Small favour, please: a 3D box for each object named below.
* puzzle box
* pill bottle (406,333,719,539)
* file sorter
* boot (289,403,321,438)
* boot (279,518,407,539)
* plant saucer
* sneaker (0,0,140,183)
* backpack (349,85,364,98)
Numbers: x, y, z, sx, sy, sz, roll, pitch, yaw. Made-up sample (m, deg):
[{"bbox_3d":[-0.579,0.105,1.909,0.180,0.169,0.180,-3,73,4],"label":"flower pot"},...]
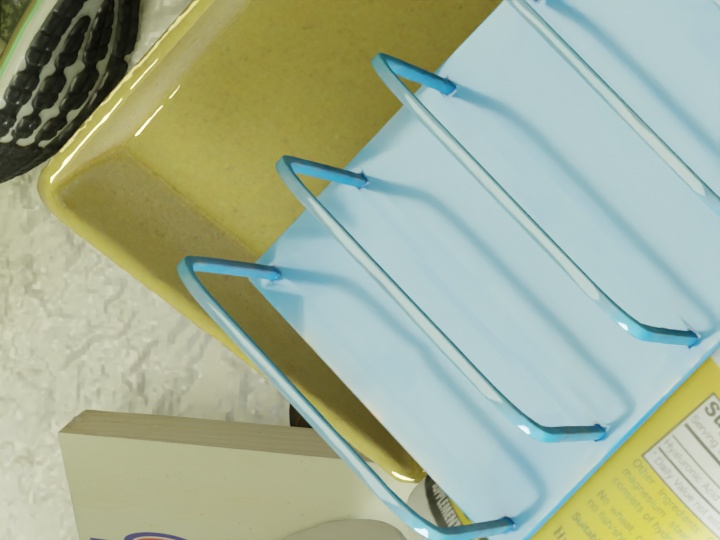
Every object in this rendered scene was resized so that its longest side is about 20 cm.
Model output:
[{"bbox_3d":[-0.027,0.127,1.223,0.199,0.025,0.134,4,117,27],"label":"puzzle box"},{"bbox_3d":[0.122,0.061,1.075,0.200,0.111,0.111,-42,79,12],"label":"pill bottle"},{"bbox_3d":[0.059,-0.022,0.978,0.200,0.123,0.139,-46,77,10],"label":"file sorter"},{"bbox_3d":[0.065,0.083,1.217,0.199,0.075,0.098,12,118,14],"label":"boot"},{"bbox_3d":[-0.033,0.166,1.195,0.199,0.073,0.091,-21,110,43],"label":"boot"},{"bbox_3d":[0.014,-0.052,1.081,0.200,0.048,0.200,39,101,-23],"label":"plant saucer"},{"bbox_3d":[-0.141,-0.135,1.273,0.088,0.077,0.201,26,96,30],"label":"sneaker"},{"bbox_3d":[-0.017,-0.200,1.136,0.191,0.154,0.200,-53,34,14],"label":"backpack"}]
